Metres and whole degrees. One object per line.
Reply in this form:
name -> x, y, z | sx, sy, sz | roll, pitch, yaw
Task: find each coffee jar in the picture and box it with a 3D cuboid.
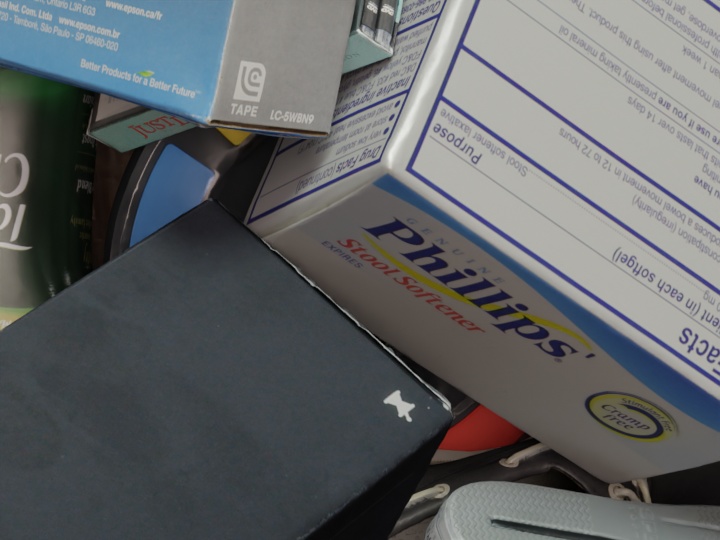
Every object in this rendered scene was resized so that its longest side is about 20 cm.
coffee jar -> -0.145, -0.034, 1.064 | 0.104, 0.085, 0.200 | 0, 88, -1

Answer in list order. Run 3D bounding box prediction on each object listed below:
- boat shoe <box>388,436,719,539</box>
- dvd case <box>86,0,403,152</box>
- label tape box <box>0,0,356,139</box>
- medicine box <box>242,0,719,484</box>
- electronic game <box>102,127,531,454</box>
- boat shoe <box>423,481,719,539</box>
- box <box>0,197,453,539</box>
boat shoe -> 0.074, 0.091, 1.070 | 0.200, 0.060, 0.074 | -6, 110, -17
dvd case -> -0.030, -0.149, 1.025 | 0.022, 0.146, 0.200 | 31, 57, -36
label tape box -> -0.059, -0.156, 0.947 | 0.063, 0.144, 0.200 | 3, 102, -47
medicine box -> 0.083, -0.056, 1.016 | 0.182, 0.103, 0.200 | 33, 62, -22
electronic game -> 0.000, 0.000, 1.071 | 0.200, 0.042, 0.200 | -4, 101, -19
boat shoe -> 0.113, 0.125, 1.028 | 0.200, 0.072, 0.062 | 14, 130, -10
box -> -0.098, 0.114, 0.954 | 0.124, 0.197, 0.200 | 42, 45, 13
